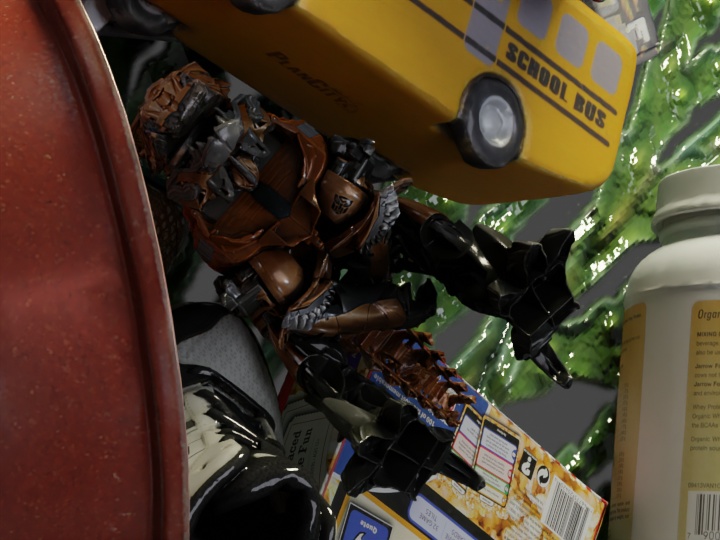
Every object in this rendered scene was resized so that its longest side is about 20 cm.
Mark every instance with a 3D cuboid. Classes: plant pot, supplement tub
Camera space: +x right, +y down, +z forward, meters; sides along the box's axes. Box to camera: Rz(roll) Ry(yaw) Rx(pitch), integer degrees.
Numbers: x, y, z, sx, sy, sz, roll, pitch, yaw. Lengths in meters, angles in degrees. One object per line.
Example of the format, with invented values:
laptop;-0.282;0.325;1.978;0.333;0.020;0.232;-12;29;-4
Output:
plant pot;-0.167;0.026;0.580;0.194;0.200;0.203;-10;94;-22
supplement tub;0.180;0.065;0.978;0.144;0.144;0.202;15;77;-44

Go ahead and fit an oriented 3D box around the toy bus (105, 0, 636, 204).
toy bus;0.003;-0.084;0.751;0.199;0.065;0.079;31;67;-38

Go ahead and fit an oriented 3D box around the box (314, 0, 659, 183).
box;0.026;-0.150;0.858;0.161;0.049;0.202;-27;105;-45

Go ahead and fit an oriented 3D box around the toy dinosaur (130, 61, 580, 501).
toy dinosaur;0.000;0.000;0.766;0.199;0.135;0.103;14;108;-52

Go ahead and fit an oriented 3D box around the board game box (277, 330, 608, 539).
board game box;0.008;0.140;0.865;0.151;0.046;0.201;41;59;-36

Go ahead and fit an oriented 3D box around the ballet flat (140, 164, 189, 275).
ballet flat;-0.133;-0.029;0.721;0.199;0.070;0.066;28;70;-39

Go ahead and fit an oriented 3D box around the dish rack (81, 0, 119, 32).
dish rack;-0.143;-0.177;0.711;0.199;0.043;0.173;29;71;-26

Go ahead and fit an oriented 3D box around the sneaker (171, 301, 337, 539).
sneaker;-0.039;0.075;0.708;0.075;0.088;0.201;33;35;-24

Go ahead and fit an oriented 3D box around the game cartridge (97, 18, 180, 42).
game cartridge;-0.063;-0.149;0.826;0.199;0.041;0.134;-1;84;-46

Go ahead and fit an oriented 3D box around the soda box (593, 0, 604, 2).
soda box;0.016;-0.171;0.730;0.200;0.070;0.064;37;97;-22
